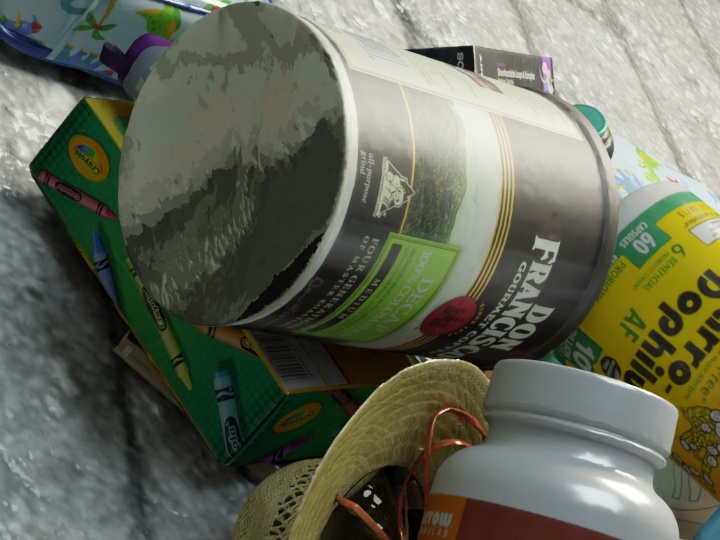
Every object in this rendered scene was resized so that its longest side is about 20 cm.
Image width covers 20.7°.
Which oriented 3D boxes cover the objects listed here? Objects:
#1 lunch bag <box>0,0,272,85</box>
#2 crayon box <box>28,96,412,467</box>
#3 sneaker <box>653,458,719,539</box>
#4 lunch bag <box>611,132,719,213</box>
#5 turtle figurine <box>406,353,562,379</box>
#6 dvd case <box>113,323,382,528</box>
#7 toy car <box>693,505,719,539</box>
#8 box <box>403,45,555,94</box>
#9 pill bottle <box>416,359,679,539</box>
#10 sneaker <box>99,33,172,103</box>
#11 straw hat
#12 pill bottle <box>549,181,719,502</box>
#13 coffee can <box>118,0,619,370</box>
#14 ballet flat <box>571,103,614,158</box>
[{"bbox_3d":[-0.151,-0.185,1.181,0.200,0.082,0.161,12,41,-46],"label":"lunch bag"},{"bbox_3d":[-0.069,0.003,1.013,0.119,0.058,0.200,1,48,-54],"label":"crayon box"},{"bbox_3d":[0.209,0.110,1.143,0.080,0.200,0.070,49,58,-4],"label":"sneaker"},{"bbox_3d":[0.212,-0.009,1.403,0.200,0.082,0.161,27,31,-36],"label":"lunch bag"},{"bbox_3d":[0.084,0.070,1.085,0.149,0.101,0.200,16,48,-6],"label":"turtle figurine"},{"bbox_3d":[-0.028,0.075,1.047,0.200,0.016,0.149,41,25,-4],"label":"dvd case"},{"bbox_3d":[0.165,0.217,0.991,0.177,0.184,0.200,41,-2,-6],"label":"toy car"},{"bbox_3d":[0.032,-0.118,1.244,0.200,0.143,0.036,-15,102,-71],"label":"box"},{"bbox_3d":[0.073,0.146,0.855,0.112,0.112,0.201,24,76,-34],"label":"pill bottle"},{"bbox_3d":[-0.049,-0.100,1.053,0.088,0.074,0.200,46,25,21],"label":"sneaker"},{"bbox_3d":[-0.012,0.131,0.903,0.085,0.202,0.201,9,7,34],"label":"straw hat"},{"bbox_3d":[0.195,0.055,0.989,0.200,0.113,0.113,43,24,24],"label":"pill bottle"},{"bbox_3d":[0.006,-0.035,0.939,0.200,0.146,0.147,11,41,-47],"label":"coffee can"},{"bbox_3d":[0.065,-0.061,1.261,0.199,0.069,0.068,-3,41,-9],"label":"ballet flat"}]
